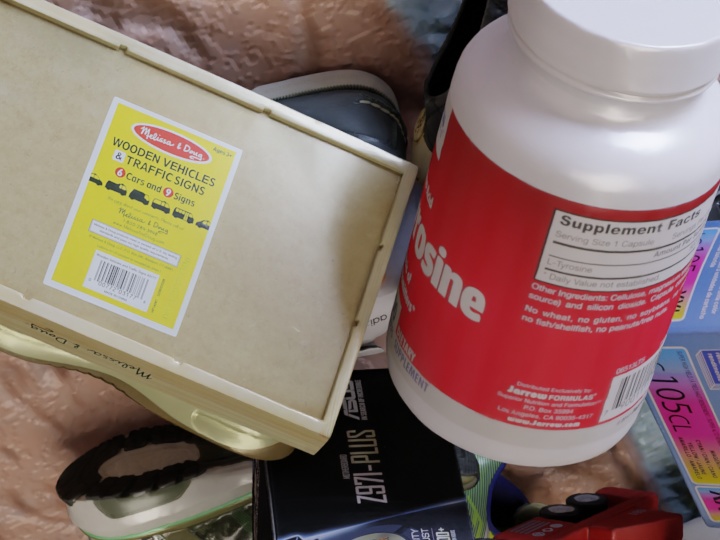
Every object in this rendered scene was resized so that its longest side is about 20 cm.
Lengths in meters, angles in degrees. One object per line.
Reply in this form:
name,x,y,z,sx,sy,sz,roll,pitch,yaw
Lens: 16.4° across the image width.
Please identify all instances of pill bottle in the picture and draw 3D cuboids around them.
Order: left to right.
pill bottle,0.081,-0.030,0.983,0.111,0.113,0.201,1,129,-16

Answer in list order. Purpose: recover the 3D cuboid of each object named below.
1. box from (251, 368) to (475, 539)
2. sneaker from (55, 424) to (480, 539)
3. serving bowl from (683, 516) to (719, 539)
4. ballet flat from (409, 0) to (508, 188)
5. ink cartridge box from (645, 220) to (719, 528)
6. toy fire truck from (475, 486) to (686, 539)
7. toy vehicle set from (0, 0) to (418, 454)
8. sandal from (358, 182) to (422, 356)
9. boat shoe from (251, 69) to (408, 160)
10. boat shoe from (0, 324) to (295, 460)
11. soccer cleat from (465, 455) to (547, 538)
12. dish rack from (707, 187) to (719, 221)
box,-0.001,0.170,1.088,0.085,0.164,0.201,-2,125,-6
sneaker,-0.041,0.117,1.186,0.198,0.077,0.089,-7,116,1
serving bowl,0.216,0.191,1.306,0.198,0.066,0.201,-8,146,-6
ballet flat,0.050,-0.122,1.023,0.056,0.067,0.201,8,121,-14
ink cartridge box,0.228,0.045,1.074,0.199,0.077,0.137,-4,133,32
toy fire truck,0.147,0.141,1.162,0.199,0.140,0.049,-15,106,-52
toy vehicle set,-0.086,-0.023,0.990,0.199,0.125,0.027,24,156,-9
sandal,0.002,0.005,1.106,0.205,0.079,0.060,-18,130,-2
boat shoe,-0.074,-0.028,1.067,0.198,0.062,0.073,-17,134,0
boat shoe,-0.105,0.008,1.022,0.200,0.073,0.063,27,107,-4
soccer cleat,0.070,0.158,1.270,0.083,0.065,0.201,-24,132,1
dish rack,0.223,0.024,1.203,0.153,0.055,0.200,-35,132,17
